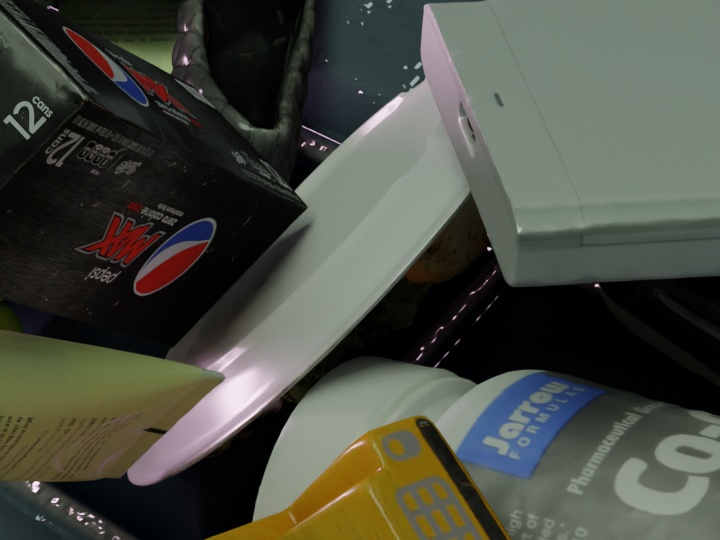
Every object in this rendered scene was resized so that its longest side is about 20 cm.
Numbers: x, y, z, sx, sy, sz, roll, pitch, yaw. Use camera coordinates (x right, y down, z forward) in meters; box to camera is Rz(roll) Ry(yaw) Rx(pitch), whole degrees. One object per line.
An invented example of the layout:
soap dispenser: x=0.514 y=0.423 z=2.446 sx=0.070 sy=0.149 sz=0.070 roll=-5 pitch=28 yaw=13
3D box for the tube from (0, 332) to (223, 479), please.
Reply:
tube: x=-0.146 y=0.034 z=0.828 sx=0.200 sy=0.052 sz=0.058 roll=8 pitch=12 yaw=-26

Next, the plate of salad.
plate of salad: x=0.000 y=0.000 z=0.938 sx=0.200 sy=0.048 sz=0.200 roll=-45 pitch=11 yaw=12

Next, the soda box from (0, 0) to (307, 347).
soda box: x=-0.087 y=-0.030 z=0.868 sx=0.071 sy=0.200 sz=0.063 roll=-45 pitch=73 yaw=7

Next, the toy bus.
toy bus: x=-0.037 y=0.121 z=0.802 sx=0.078 sy=0.200 sz=0.065 roll=-15 pitch=65 yaw=-43

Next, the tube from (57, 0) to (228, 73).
tube: x=-0.079 y=-0.148 z=1.148 sx=0.058 sy=0.052 sz=0.200 roll=-31 pitch=42 yaw=39

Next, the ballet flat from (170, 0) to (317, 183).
ballet flat: x=-0.038 y=-0.105 z=1.074 sx=0.057 sy=0.066 sz=0.200 roll=-46 pitch=35 yaw=46

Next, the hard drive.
hard drive: x=0.128 y=-0.043 z=0.837 sx=0.200 sy=0.026 sz=0.132 roll=-3 pitch=33 yaw=-9

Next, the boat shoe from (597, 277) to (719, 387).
boat shoe: x=0.147 y=0.013 z=0.907 sx=0.200 sy=0.068 sz=0.072 roll=29 pitch=64 yaw=36

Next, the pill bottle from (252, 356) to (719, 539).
pill bottle: x=0.075 y=0.092 z=0.833 sx=0.200 sy=0.114 sz=0.114 roll=14 pitch=57 yaw=30

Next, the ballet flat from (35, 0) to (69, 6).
ballet flat: x=-0.153 y=-0.125 z=1.099 sx=0.200 sy=0.074 sz=0.074 roll=-18 pitch=43 yaw=34

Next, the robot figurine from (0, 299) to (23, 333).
robot figurine: x=-0.173 y=-0.045 z=1.023 sx=0.116 sy=0.176 sz=0.200 roll=-24 pitch=20 yaw=-28
